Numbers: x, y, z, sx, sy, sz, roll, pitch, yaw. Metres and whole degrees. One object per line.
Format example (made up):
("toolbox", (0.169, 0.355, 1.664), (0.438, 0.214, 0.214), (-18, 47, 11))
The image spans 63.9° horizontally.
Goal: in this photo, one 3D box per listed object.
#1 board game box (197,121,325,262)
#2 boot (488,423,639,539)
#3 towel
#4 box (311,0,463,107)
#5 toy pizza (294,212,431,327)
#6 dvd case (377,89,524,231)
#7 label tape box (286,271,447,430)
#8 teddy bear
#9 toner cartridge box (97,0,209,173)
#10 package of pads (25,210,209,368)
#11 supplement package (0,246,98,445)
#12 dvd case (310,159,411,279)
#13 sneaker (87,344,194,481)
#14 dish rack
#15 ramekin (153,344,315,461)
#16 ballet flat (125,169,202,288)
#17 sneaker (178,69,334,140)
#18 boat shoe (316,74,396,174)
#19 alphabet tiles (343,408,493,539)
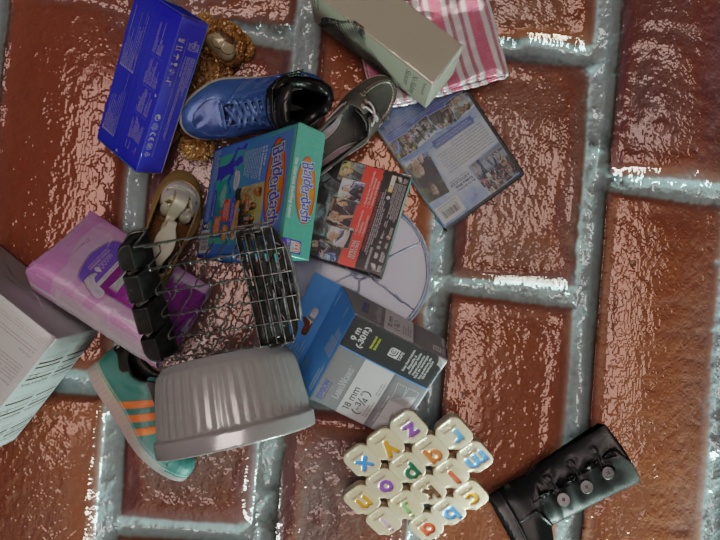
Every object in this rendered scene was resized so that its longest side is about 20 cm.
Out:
("board game box", (-0.130, -0.089, 0.726), (0.045, 0.199, 0.154), (14, 81, -41))
("boot", (0.302, 0.334, 0.812), (0.198, 0.066, 0.166), (-30, 93, -7))
("towel", (0.099, -0.317, 0.810), (0.197, 0.030, 0.148), (-14, 83, -1))
("box", (0.032, -0.311, 0.757), (0.199, 0.082, 0.069), (39, 86, 4))
("toy pizza", (0.000, 0.000, 0.811), (0.197, 0.032, 0.203), (0, 88, 0))
("dvd case", (0.123, -0.179, 0.827), (0.142, 0.018, 0.201), (-35, 90, -3))
("label tape box", (-0.006, 0.116, 0.765), (0.198, 0.063, 0.145), (27, 112, -5))
("teddy bear", (-0.216, -0.250, 0.786), (0.145, 0.067, 0.200), (42, 88, -4))
("toner cartridge box", (-0.265, -0.235, 0.728), (0.095, 0.043, 0.202), (38, 114, 25))
("package of pads", (-0.310, 0.024, 0.752), (0.199, 0.076, 0.121), (33, 53, -3))
("supplement package", (-0.486, 0.098, 0.728), (0.191, 0.147, 0.201), (39, 88, -2))
("dvd case", (-0.044, -0.085, 0.787), (0.197, 0.022, 0.148), (16, 79, 7))
("sneaker", (-0.277, 0.186, 0.775), (0.080, 0.071, 0.201), (-37, 90, 2))
("dish rack", (-0.165, 0.022, 0.647), (0.197, 0.055, 0.155), (-8, 107, 6))
("ramekin", (-0.161, 0.160, 0.724), (0.197, 0.200, 0.107), (-11, 80, -3))
("ballet flat", (-0.241, -0.060, 0.744), (0.068, 0.063, 0.202), (23, 55, -24))
("sneaker", (-0.130, -0.209, 0.736), (0.197, 0.111, 0.078), (-15, 116, -16))
("boat shoe", (-0.021, -0.179, 0.757), (0.200, 0.057, 0.067), (-41, 121, -5))
("alphabet tiles", (0.077, 0.280, 0.787), (0.199, 0.015, 0.196), (-39, 108, 10))
